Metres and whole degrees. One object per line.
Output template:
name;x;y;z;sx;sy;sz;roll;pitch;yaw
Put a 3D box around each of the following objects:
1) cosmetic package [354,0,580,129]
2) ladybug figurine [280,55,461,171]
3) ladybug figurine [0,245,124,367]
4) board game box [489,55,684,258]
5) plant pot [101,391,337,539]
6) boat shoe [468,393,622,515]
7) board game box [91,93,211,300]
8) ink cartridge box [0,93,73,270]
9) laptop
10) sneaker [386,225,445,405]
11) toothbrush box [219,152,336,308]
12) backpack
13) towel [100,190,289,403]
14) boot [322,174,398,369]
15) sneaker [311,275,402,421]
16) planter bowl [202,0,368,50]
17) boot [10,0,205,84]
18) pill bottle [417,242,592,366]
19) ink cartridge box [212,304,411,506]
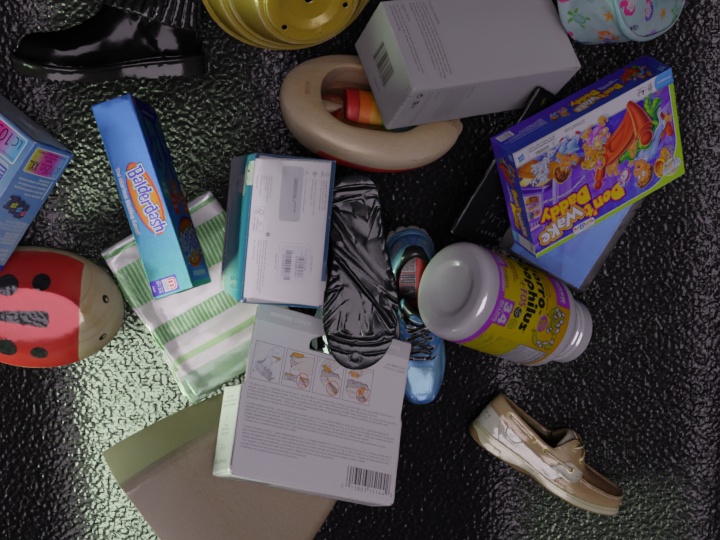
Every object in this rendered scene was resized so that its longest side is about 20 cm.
cosmetic package;0.110;-0.221;1.323;0.199;0.085;0.108;-10;70;-25
ladybug figurine;0.009;-0.158;1.362;0.199;0.136;0.072;10;145;-12
ladybug figurine;-0.359;0.044;1.399;0.199;0.072;0.136;1;102;-4
board game box;0.242;-0.120;1.354;0.199;0.045;0.135;-29;127;-14
plant pot;-0.142;0.236;1.399;0.177;0.200;0.200;-38;102;-11
boat shoe;0.223;0.210;1.475;0.199;0.074;0.067;30;103;-9
board game box;-0.212;-0.073;1.328;0.045;0.152;0.201;-18;92;0
ink cartridge box;-0.410;-0.080;1.342;0.136;0.076;0.200;37;100;22
laptop;0.216;-0.081;1.395;0.103;0.200;0.178;35;101;26
sneaker;0.055;0.056;1.422;0.078;0.090;0.201;-7;102;-3
toothbrush box;-0.089;-0.043;1.325;0.085;0.200;0.147;5;91;-13
backpack;0.271;-0.333;1.316;0.150;0.177;0.201;8;112;36
towel;-0.176;0.029;1.435;0.152;0.023;0.201;-30;102;1
boot;0.000;0.000;1.356;0.076;0.168;0.201;-4;88;2
sneaker;-0.026;0.098;1.432;0.079;0.078;0.201;-21;95;13
planter bowl;-0.060;-0.292;1.303;0.199;0.084;0.201;-11;131;-12
boot;-0.259;-0.280;1.336;0.210;0.079;0.159;-5;109;-14
pill bottle;0.162;0.043;1.388;0.200;0.104;0.105;19;101;-42
ink cartridge box;-0.046;0.142;1.342;0.199;0.045;0.177;17;72;-31
